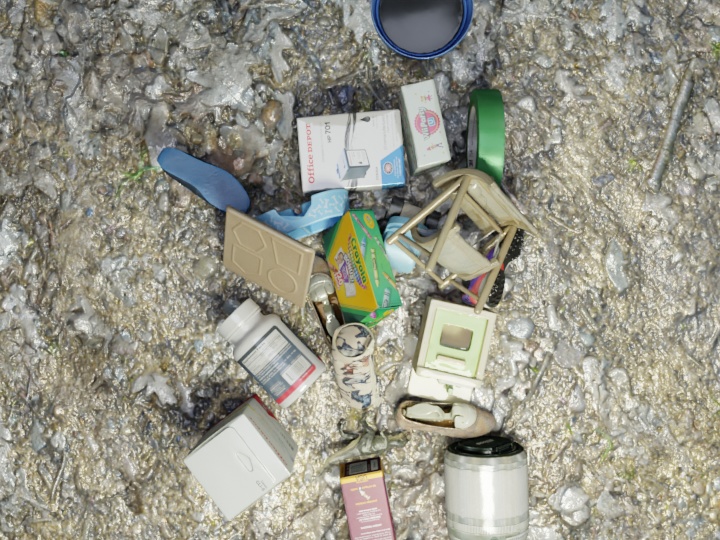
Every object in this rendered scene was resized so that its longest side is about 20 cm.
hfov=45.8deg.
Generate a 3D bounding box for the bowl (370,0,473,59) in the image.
[{"bbox_3d":[0.119,-0.510,1.662,0.200,0.039,0.201,0,92,0],"label":"bowl"}]

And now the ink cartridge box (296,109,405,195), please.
[{"bbox_3d":[-0.018,-0.226,1.647,0.199,0.086,0.147,-5,92,-1],"label":"ink cartridge box"}]

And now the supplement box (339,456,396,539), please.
[{"bbox_3d":[0.019,0.478,1.653,0.085,0.110,0.201,-11,92,1],"label":"supplement box"}]

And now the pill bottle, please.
[{"bbox_3d":[-0.175,0.154,1.640,0.120,0.120,0.200,-44,91,1],"label":"pill bottle"}]

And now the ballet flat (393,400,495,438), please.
[{"bbox_3d":[0.164,0.284,1.656,0.199,0.067,0.068,0,55,4],"label":"ballet flat"}]

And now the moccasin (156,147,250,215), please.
[{"bbox_3d":[-0.298,-0.177,1.659,0.200,0.068,0.081,37,84,-2],"label":"moccasin"}]

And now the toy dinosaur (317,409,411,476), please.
[{"bbox_3d":[0.001,0.329,1.672,0.199,0.047,0.088,-17,73,-9],"label":"toy dinosaur"}]

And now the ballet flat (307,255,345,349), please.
[{"bbox_3d":[-0.063,0.066,1.655,0.068,0.067,0.201,-22,91,4],"label":"ballet flat"}]

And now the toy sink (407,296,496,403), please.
[{"bbox_3d":[0.173,0.162,1.643,0.130,0.112,0.201,13,92,0],"label":"toy sink"}]

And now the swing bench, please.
[{"bbox_3d":[0.191,-0.062,1.542,0.200,0.130,0.199,-52,134,-1],"label":"swing bench"}]

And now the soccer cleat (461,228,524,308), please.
[{"bbox_3d":[0.257,-0.018,1.656,0.068,0.073,0.200,39,65,-34],"label":"soccer cleat"}]

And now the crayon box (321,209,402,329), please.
[{"bbox_3d":[0.000,0.000,1.600,0.058,0.119,0.201,-4,68,-33],"label":"crayon box"}]

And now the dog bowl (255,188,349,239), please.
[{"bbox_3d":[-0.111,-0.097,1.629,0.199,0.111,0.050,-19,82,5],"label":"dog bowl"}]

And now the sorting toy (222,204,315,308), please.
[{"bbox_3d":[-0.172,-0.028,1.600,0.185,0.200,0.037,27,56,10],"label":"sorting toy"}]

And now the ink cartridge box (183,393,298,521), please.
[{"bbox_3d":[-0.219,0.345,1.604,0.145,0.200,0.145,-38,91,1],"label":"ink cartridge box"}]

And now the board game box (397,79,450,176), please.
[{"bbox_3d":[0.114,-0.260,1.588,0.064,0.200,0.148,-12,92,1],"label":"board game box"}]

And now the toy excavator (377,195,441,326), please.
[{"bbox_3d":[0.064,-0.014,1.637,0.100,0.195,0.200,21,63,-1],"label":"toy excavator"}]

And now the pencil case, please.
[{"bbox_3d":[-0.005,0.181,1.607,0.089,0.200,0.078,11,53,14],"label":"pencil case"}]

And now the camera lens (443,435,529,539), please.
[{"bbox_3d":[0.240,0.425,1.626,0.159,0.160,0.201,-2,91,0],"label":"camera lens"}]

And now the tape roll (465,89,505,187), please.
[{"bbox_3d":[0.230,-0.235,1.588,0.048,0.200,0.201,1,92,0],"label":"tape roll"}]
